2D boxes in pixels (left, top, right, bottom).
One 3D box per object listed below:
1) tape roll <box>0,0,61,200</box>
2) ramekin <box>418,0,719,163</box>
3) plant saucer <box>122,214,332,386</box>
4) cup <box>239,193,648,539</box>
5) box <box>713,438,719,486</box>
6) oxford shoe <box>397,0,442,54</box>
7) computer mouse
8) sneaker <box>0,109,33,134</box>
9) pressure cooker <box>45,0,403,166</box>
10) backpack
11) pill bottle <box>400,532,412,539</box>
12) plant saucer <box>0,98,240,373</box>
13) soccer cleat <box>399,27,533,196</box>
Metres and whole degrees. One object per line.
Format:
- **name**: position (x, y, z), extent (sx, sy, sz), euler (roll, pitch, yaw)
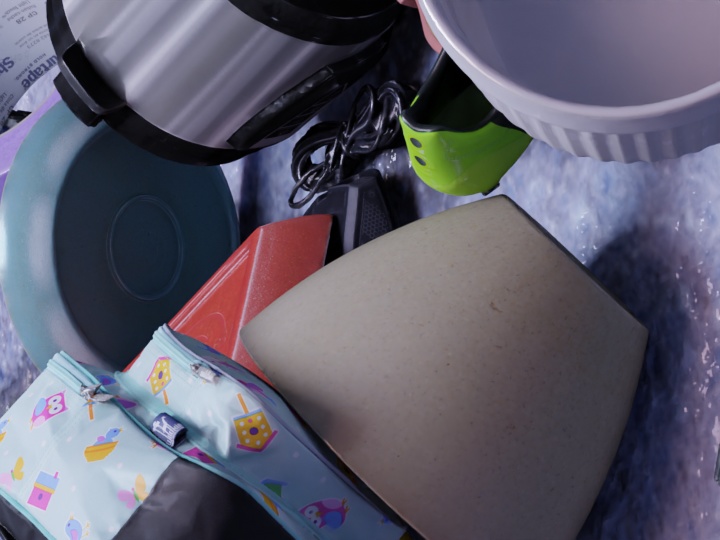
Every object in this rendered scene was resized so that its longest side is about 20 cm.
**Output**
- **tape roll**: position (-0.212, -0.114, 1.931), extent (0.199, 0.085, 0.201), euler (-20, 48, 24)
- **ramekin**: position (0.125, -0.144, 1.365), extent (0.105, 0.199, 0.201), euler (63, -162, -70)
- **plant saucer**: position (-0.097, 0.075, 1.652), extent (0.200, 0.037, 0.200), euler (-46, 19, 31)
- **cup**: position (0.059, 0.047, 1.478), extent (0.143, 0.200, 0.200), euler (-47, 40, 5)
- **box**: position (0.241, 0.043, 1.286), extent (0.200, 0.043, 0.161), euler (24, 107, 57)
- **oxford shoe**: position (0.071, -0.151, 1.571), extent (0.200, 0.070, 0.075), euler (49, 122, 48)
- **computer mouse**: position (0.000, 0.000, 1.697), extent (0.138, 0.053, 0.201), euler (-27, 52, 58)
- **sneaker**: position (-0.205, -0.051, 2.013), extent (0.200, 0.078, 0.089), euler (40, 118, 53)
- **pressure cooker**: position (-0.084, -0.161, 1.722), extent (0.200, 0.175, 0.179), euler (-41, 43, 42)
- **backpack**: position (-0.090, 0.117, 1.454), extent (0.200, 0.176, 0.154), euler (20, 74, 48)
- **pill bottle**: position (-0.026, 0.169, 1.652), extent (0.200, 0.111, 0.111), euler (50, 128, 51)
- **plant saucer**: position (-0.137, -0.013, 1.789), extent (0.027, 0.200, 0.201), euler (-3, 83, 42)
- **soccer cleat**: position (0.088, -0.127, 1.466), extent (0.067, 0.081, 0.200), euler (26, 75, 26)
